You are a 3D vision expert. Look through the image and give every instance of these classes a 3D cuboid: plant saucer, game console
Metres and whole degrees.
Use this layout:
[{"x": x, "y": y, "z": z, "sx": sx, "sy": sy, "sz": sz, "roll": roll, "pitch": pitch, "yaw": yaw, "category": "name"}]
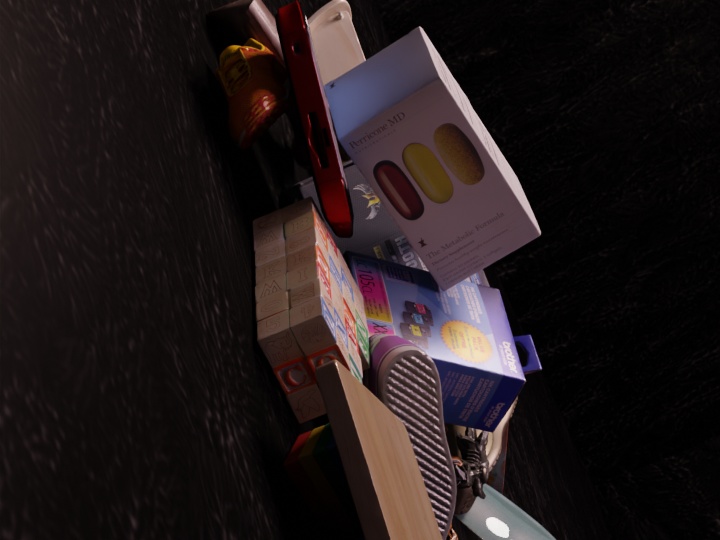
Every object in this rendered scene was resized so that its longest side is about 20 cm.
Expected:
[{"x": 0.156, "y": 0.271, "z": 1.765, "sx": 0.200, "sy": 0.039, "sz": 0.201, "roll": 37, "pitch": 1, "yaw": 0, "category": "plant saucer"}, {"x": -0.037, "y": -0.134, "z": 1.513, "sx": 0.177, "sy": 0.031, "sz": 0.202, "roll": 50, "pitch": 26, "yaw": -84, "category": "game console"}]

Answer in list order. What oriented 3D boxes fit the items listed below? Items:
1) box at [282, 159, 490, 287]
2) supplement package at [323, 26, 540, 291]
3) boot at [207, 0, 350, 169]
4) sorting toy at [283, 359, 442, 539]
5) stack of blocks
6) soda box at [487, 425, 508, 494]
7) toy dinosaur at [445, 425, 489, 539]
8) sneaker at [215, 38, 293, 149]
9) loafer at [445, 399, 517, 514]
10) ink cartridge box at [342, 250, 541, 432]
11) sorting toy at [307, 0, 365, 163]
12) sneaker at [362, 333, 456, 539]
[{"x": 0.031, "y": -0.019, "z": 1.658, "sx": 0.051, "sy": 0.157, "sz": 0.201, "roll": -19, "pitch": -86, "yaw": 66, "category": "box"}, {"x": 0.066, "y": -0.103, "z": 1.541, "sx": 0.200, "sy": 0.113, "sz": 0.110, "roll": 53, "pitch": 12, "yaw": -32, "category": "supplement package"}, {"x": -0.087, "y": -0.198, "z": 1.697, "sx": 0.200, "sy": 0.064, "sz": 0.186, "roll": 46, "pitch": -16, "yaw": -15, "category": "boot"}, {"x": 0.007, "y": 0.195, "z": 1.246, "sx": 0.199, "sy": 0.069, "sz": 0.201, "roll": 50, "pitch": 21, "yaw": -64, "category": "sorting toy"}, {"x": -0.039, "y": 0.040, "z": 1.383, "sx": 0.200, "sy": 0.058, "sz": 0.116, "roll": -97, "pitch": 163, "yaw": -60, "category": "stack of blocks"}, {"x": 0.136, "y": 0.170, "z": 1.892, "sx": 0.069, "sy": 0.063, "sz": 0.201, "roll": -88, "pitch": 179, "yaw": -46, "category": "soda box"}, {"x": 0.056, "y": 0.201, "z": 1.569, "sx": 0.136, "sy": 0.101, "sz": 0.202, "roll": -7, "pitch": 93, "yaw": -66, "category": "toy dinosaur"}, {"x": -0.106, "y": -0.165, "z": 1.520, "sx": 0.077, "sy": 0.073, "sz": 0.200, "roll": 45, "pitch": 9, "yaw": -14, "category": "sneaker"}, {"x": 0.109, "y": 0.177, "z": 1.716, "sx": 0.068, "sy": 0.076, "sz": 0.200, "roll": 26, "pitch": 31, "yaw": 2, "category": "loafer"}, {"x": 0.070, "y": 0.070, "z": 1.560, "sx": 0.199, "sy": 0.077, "sz": 0.137, "roll": 15, "pitch": 36, "yaw": -22, "category": "ink cartridge box"}, {"x": -0.023, "y": -0.182, "z": 1.957, "sx": 0.180, "sy": 0.106, "sz": 0.201, "roll": 67, "pitch": 4, "yaw": -66, "category": "sorting toy"}, {"x": 0.031, "y": 0.153, "z": 1.443, "sx": 0.114, "sy": 0.072, "sz": 0.202, "roll": -156, "pitch": -115, "yaw": -67, "category": "sneaker"}]
